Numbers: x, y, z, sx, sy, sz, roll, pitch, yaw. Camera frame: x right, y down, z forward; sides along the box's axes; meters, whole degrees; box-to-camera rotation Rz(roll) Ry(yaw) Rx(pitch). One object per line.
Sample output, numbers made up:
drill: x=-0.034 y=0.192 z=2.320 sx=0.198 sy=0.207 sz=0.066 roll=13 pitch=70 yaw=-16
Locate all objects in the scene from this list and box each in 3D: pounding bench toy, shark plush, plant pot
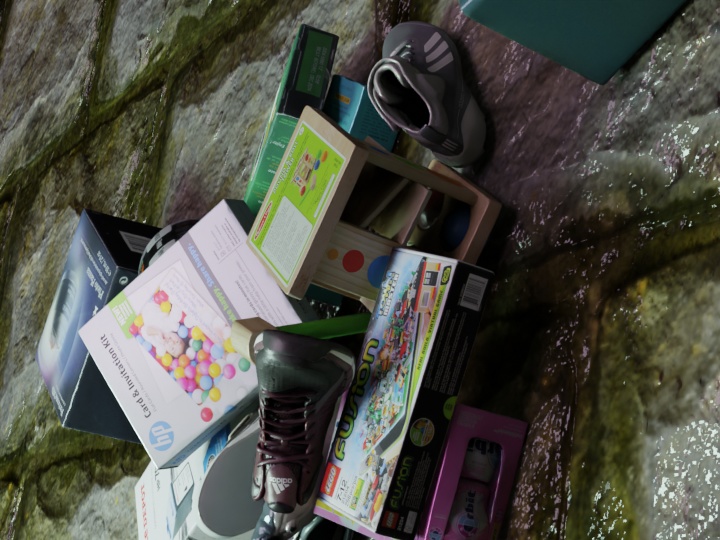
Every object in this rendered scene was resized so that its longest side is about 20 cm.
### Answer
pounding bench toy: x=0.000 y=0.000 z=1.370 sx=0.202 sy=0.155 sz=0.124 roll=-65 pitch=26 yaw=10
shark plush: x=-0.050 y=0.182 z=1.424 sx=0.083 sy=0.090 sz=0.202 roll=-5 pitch=62 yaw=55
plant pot: x=0.176 y=-0.264 z=1.190 sx=0.200 sy=0.140 sz=0.143 roll=-41 pitch=41 yaw=39

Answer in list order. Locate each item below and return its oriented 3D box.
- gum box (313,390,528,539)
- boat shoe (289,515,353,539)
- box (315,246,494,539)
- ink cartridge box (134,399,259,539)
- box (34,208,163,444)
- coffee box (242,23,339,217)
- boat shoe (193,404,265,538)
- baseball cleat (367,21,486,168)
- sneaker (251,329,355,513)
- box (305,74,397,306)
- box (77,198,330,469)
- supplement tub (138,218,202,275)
gum box: x=0.045 y=0.154 z=1.307 sx=0.199 sy=0.065 sz=0.115 roll=6 pitch=81 yaw=64
boat shoe: x=-0.061 y=0.274 z=1.455 sx=0.202 sy=0.072 sz=0.062 roll=-65 pitch=23 yaw=9
box: x=0.031 y=0.088 z=1.257 sx=0.110 sy=0.034 sz=0.202 roll=12 pitch=85 yaw=64
ink cartridge box: x=-0.138 y=0.209 z=1.634 sx=0.201 sy=0.085 sz=0.147 roll=-55 pitch=32 yaw=33
box: x=-0.279 y=0.063 z=1.961 sx=0.200 sy=0.122 sz=0.200 roll=-70 pitch=25 yaw=13
coffee box: x=-0.072 y=-0.127 z=1.652 sx=0.201 sy=0.043 sz=0.124 roll=115 pitch=170 yaw=-51
boat shoe: x=-0.083 y=0.162 z=1.499 sx=0.200 sy=0.071 sz=0.064 roll=-49 pitch=8 yaw=-35
baseball cleat: x=0.044 y=-0.168 z=1.440 sx=0.070 sy=0.106 sz=0.201 roll=-50 pitch=37 yaw=17
sneaker: x=-0.048 y=0.120 z=1.276 sx=0.200 sy=0.075 sz=0.117 roll=83 pitch=-162 yaw=-72
box: x=-0.023 y=-0.076 z=1.593 sx=0.082 sy=0.049 sz=0.202 roll=32 pitch=105 yaw=64
box: x=-0.144 y=0.058 z=1.540 sx=0.200 sy=0.041 sz=0.157 roll=-40 pitch=72 yaw=21
supplement tub: x=-0.159 y=0.019 z=1.690 sx=0.200 sy=0.121 sz=0.124 roll=-137 pitch=64 yaw=-79
